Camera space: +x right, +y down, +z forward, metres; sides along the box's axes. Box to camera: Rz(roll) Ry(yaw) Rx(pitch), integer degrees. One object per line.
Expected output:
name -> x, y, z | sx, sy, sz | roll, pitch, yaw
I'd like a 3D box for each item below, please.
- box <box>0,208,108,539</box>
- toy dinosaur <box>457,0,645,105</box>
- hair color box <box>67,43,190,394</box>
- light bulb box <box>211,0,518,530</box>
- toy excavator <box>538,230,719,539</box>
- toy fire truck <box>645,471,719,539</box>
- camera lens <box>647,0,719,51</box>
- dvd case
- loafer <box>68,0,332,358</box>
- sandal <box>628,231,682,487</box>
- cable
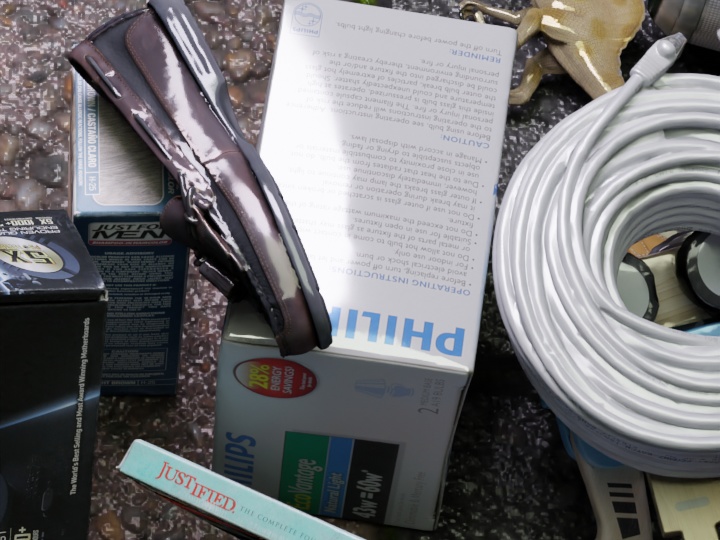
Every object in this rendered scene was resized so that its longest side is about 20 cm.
box -> -0.213, 0.079, 1.373 | 0.164, 0.200, 0.086 | -2, 28, -19
toy dinosaur -> 0.115, -0.131, 1.654 | 0.101, 0.058, 0.200 | -13, 58, -5
hair color box -> -0.119, -0.023, 1.493 | 0.060, 0.200, 0.100 | 0, 61, -7
light bulb box -> 0.000, 0.000, 1.497 | 0.125, 0.198, 0.200 | 8, 62, 0
toy excavator -> 0.138, 0.090, 1.502 | 0.194, 0.100, 0.200 | -15, 88, -9
toy fire truck -> 0.212, 0.142, 1.447 | 0.176, 0.200, 0.129 | -22, 29, -17
camera lens -> 0.268, -0.190, 1.652 | 0.200, 0.160, 0.160 | 15, 61, 2
dvd case -> -0.013, 0.137, 1.405 | 0.146, 0.200, 0.022 | 21, 81, 28
loafer -> -0.075, -0.038, 1.363 | 0.063, 0.072, 0.200 | -22, 64, -7
sandal -> 0.150, 0.021, 1.584 | 0.082, 0.055, 0.200 | -4, 62, -9
cable -> 0.161, 0.002, 1.418 | 0.200, 0.069, 0.200 | -36, 73, -18
